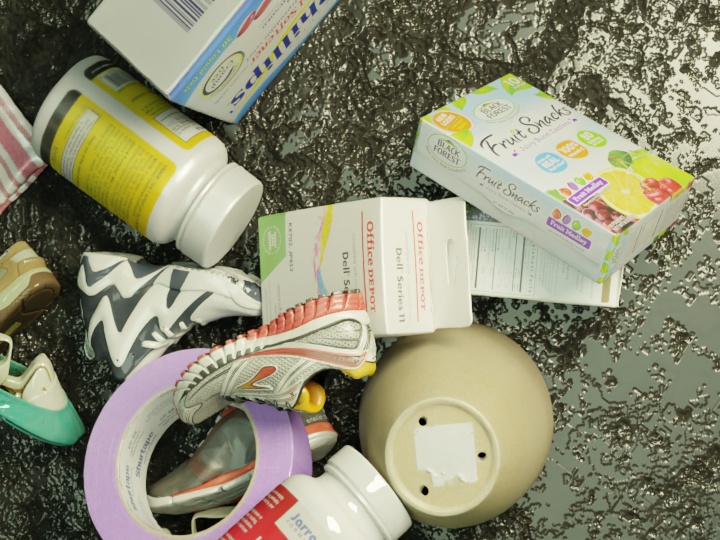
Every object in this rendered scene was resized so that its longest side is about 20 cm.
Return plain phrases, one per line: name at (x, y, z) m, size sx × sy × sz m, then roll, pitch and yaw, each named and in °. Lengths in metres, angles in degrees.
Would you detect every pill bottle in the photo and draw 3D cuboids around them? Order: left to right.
pill bottle at (-0.196, -0.099, 1.108) m, size 0.199 × 0.114 × 0.115 m, roll 36°, pitch 97°, yaw 7°
pill bottle at (-0.057, 0.239, 0.950) m, size 0.199 × 0.112 × 0.113 m, roll -41°, pitch 86°, yaw -14°

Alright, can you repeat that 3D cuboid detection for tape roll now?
tape roll at (-0.145, 0.176, 1.067) m, size 0.196 × 0.066 × 0.204 m, roll -6°, pitch 67°, yaw 14°

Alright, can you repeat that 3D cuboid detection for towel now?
towel at (-0.416, -0.102, 1.184) m, size 0.200 × 0.030 × 0.147 m, roll -42°, pitch 90°, yaw 8°

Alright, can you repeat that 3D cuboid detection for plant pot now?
plant pot at (0.077, 0.143, 1.026) m, size 0.184 × 0.200 × 0.191 m, roll 0°, pitch 90°, yaw 8°

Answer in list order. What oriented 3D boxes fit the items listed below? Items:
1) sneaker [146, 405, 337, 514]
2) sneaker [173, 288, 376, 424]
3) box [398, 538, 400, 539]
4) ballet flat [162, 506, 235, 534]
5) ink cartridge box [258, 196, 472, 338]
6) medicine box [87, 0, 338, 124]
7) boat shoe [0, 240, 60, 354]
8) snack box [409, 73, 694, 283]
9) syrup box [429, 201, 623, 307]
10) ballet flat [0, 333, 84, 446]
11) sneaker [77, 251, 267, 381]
sneaker at (-0.120, 0.169, 1.138) m, size 0.197 × 0.077 × 0.083 m, roll -24°, pitch 70°, yaw 4°
sneaker at (-0.074, 0.089, 0.993) m, size 0.198 × 0.078 × 0.083 m, roll -27°, pitch 80°, yaw 25°
box at (-0.043, 0.361, 1.075) m, size 0.197 × 0.166 × 0.167 m, roll -18°, pitch 90°, yaw 9°
ballet flat at (-0.162, 0.272, 1.141) m, size 0.197 × 0.067 × 0.068 m, roll -22°, pitch 96°, yaw 3°
ink cartridge box at (0.000, 0.000, 1.038) m, size 0.198 × 0.067 × 0.119 m, roll -7°, pitch 85°, yaw 43°
medicine box at (-0.114, -0.238, 1.044) m, size 0.103 × 0.200 × 0.183 m, roll 43°, pitch 98°, yaw 7°
boat shoe at (-0.388, 0.052, 1.177) m, size 0.199 × 0.072 × 0.076 m, roll -40°, pitch 71°, yaw 2°
snack box at (0.161, -0.084, 1.007) m, size 0.199 × 0.141 × 0.054 m, roll 34°, pitch 131°, yaw 26°
syrup box at (0.136, -0.016, 1.073) m, size 0.196 × 0.079 × 0.083 m, roll 4°, pitch 93°, yaw 9°
ballet flat at (-0.334, 0.101, 1.122) m, size 0.199 × 0.068 × 0.071 m, roll 31°, pitch 110°, yaw -27°
sneaker at (-0.181, 0.058, 1.130) m, size 0.195 × 0.079 × 0.132 m, roll 8°, pitch 95°, yaw 9°
